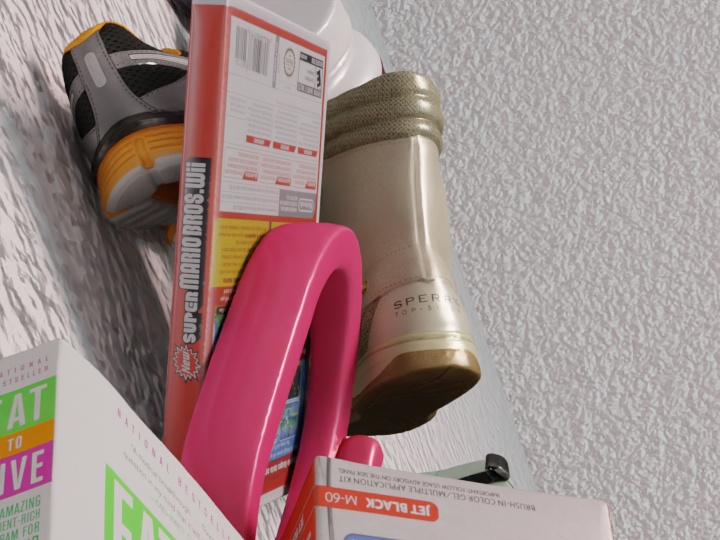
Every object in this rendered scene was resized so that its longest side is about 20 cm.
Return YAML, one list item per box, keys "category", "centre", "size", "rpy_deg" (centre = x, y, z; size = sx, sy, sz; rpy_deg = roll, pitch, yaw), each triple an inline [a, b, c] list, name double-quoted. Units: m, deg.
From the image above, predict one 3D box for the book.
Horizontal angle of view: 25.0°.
- category: "book"
  centre: [-0.064, 0.134, 0.428]
  size: [0.201, 0.048, 0.134]
  rpy_deg: [-98, 165, -46]

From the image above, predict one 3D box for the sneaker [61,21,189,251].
- category: "sneaker"
  centre: [-0.079, -0.061, 0.742]
  size: [0.078, 0.078, 0.200]
  rpy_deg: [61, 4, 9]

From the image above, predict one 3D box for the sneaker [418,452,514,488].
- category: "sneaker"
  centre: [0.063, 0.191, 0.928]
  size: [0.074, 0.117, 0.202]
  rpy_deg: [64, 10, -47]

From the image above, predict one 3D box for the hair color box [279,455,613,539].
- category: "hair color box"
  centre: [0.031, 0.160, 0.505]
  size: [0.201, 0.110, 0.064]
  rpy_deg: [-93, -162, -44]

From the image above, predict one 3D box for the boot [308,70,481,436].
- category: "boot"
  centre: [0.000, 0.000, 0.818]
  size: [0.200, 0.071, 0.157]
  rpy_deg: [139, -53, -66]

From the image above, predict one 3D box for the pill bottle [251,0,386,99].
- category: "pill bottle"
  centre: [-0.026, -0.085, 1.046]
  size: [0.115, 0.113, 0.201]
  rpy_deg: [-103, 171, -48]

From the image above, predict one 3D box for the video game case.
- category: "video game case"
  centre: [-0.044, -0.003, 0.662]
  size: [0.143, 0.017, 0.203]
  rpy_deg: [0, 94, -76]

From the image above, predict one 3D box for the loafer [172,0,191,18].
- category: "loafer"
  centre: [-0.080, -0.178, 1.094]
  size: [0.063, 0.071, 0.200]
  rpy_deg: [68, 8, 30]

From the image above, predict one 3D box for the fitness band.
- category: "fitness band"
  centre: [-0.030, 0.075, 0.646]
  size: [0.144, 0.037, 0.201]
  rpy_deg: [74, 23, -47]
